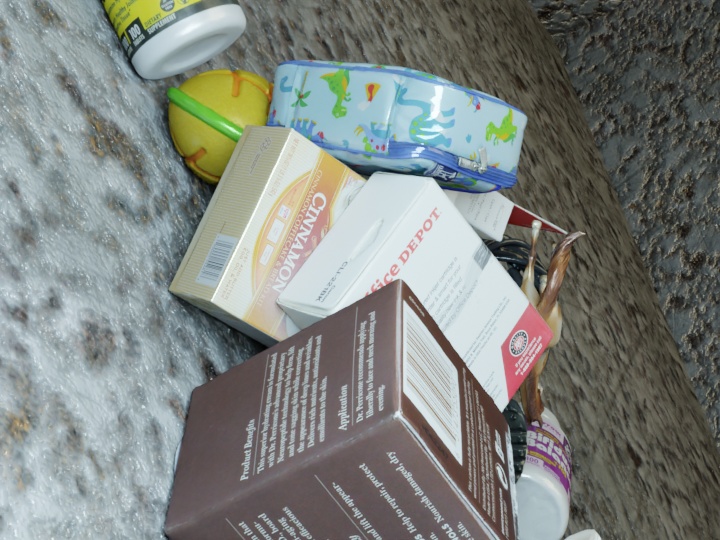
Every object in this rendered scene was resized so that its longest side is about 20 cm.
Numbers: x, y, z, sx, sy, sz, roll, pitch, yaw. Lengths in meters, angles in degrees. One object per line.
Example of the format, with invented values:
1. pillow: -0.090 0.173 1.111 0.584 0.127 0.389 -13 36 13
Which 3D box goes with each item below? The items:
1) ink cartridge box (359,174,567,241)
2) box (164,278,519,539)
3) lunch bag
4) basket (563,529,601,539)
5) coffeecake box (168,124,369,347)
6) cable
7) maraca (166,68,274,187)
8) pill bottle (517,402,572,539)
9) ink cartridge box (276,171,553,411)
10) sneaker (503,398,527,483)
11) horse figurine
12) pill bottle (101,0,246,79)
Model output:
1. ink cartridge box: 0.074 -0.062 1.376 0.175 0.199 0.045 27 82 -39
2. box: -0.009 0.148 1.027 0.165 0.199 0.167 52 21 -26
3. lunch bag: 0.032 -0.120 1.193 0.160 0.199 0.083 11 91 -52
4. basket: 0.210 0.380 1.418 0.202 0.123 0.135 67 19 13
5. coffeecake box: -0.038 -0.005 1.181 0.199 0.073 0.155 32 78 -37
6. cable: 0.135 0.049 1.503 0.162 0.051 0.201 29 53 -17
7. maraca: -0.098 -0.119 1.295 0.137 0.108 0.199 37 7 36
8. pill bottle: 0.181 0.226 1.573 0.113 0.112 0.200 58 19 -13
9. ink cartridge box: 0.048 0.039 1.154 0.083 0.145 0.200 13 -31 52
10. sneaker: 0.115 0.207 1.388 0.091 0.066 0.202 -115 -149 -67
11. horse figurine: 0.165 0.043 1.311 0.201 0.049 0.134 97 2 -57
12. pill bottle: -0.194 -0.286 1.278 0.202 0.112 0.112 63 18 4
